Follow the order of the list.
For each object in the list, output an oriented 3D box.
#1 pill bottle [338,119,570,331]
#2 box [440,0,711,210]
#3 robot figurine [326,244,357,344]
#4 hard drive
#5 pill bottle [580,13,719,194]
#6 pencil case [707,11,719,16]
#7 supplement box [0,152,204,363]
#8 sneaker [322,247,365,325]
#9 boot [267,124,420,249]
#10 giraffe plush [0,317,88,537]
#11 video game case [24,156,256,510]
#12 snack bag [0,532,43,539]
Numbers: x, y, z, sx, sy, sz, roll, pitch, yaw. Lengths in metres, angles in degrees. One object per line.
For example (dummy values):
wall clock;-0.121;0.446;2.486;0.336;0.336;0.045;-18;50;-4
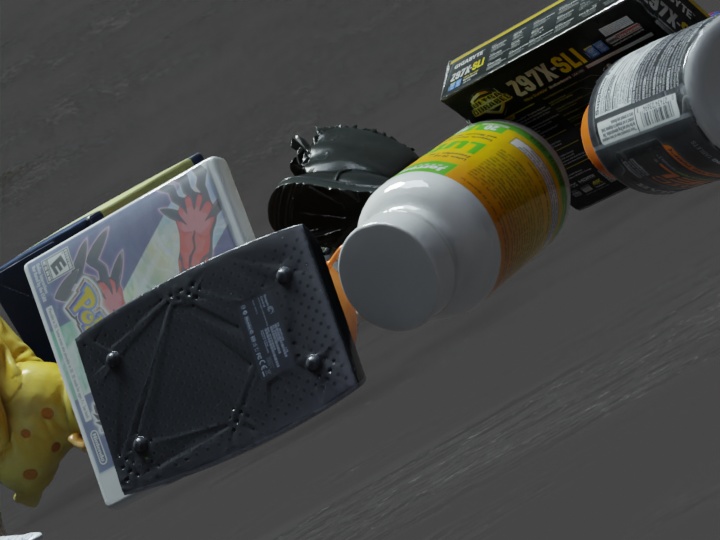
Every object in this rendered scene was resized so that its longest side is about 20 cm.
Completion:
pill bottle;0.066;-0.030;1.590;0.111;0.111;0.200;-27;6;36
box;0.186;-0.136;1.637;0.200;0.160;0.049;-27;36;42
robot figurine;-0.085;0.054;1.625;0.200;0.117;0.144;-28;2;32
hard drive;-0.095;0.064;1.509;0.200;0.135;0.042;-26;-16;23
pill bottle;0.225;-0.110;1.498;0.106;0.106;0.200;-32;5;-19
pencil case;0.284;-0.175;1.977;0.087;0.078;0.200;-36;7;-31
supplement box;-0.189;0.031;1.954;0.134;0.200;0.200;-27;7;31
sneaker;0.000;0.000;1.855;0.200;0.081;0.074;-29;5;10
boot;0.025;-0.060;1.810;0.198;0.073;0.162;12;22;10
giraffe plush;-0.251;0.103;1.816;0.162;0.200;0.173;-21;-12;8
video game case;-0.141;0.046;1.570;0.182;0.200;0.023;-28;-18;22
snack bag;-0.341;0.256;1.628;0.188;0.021;0.200;-33;5;-27
